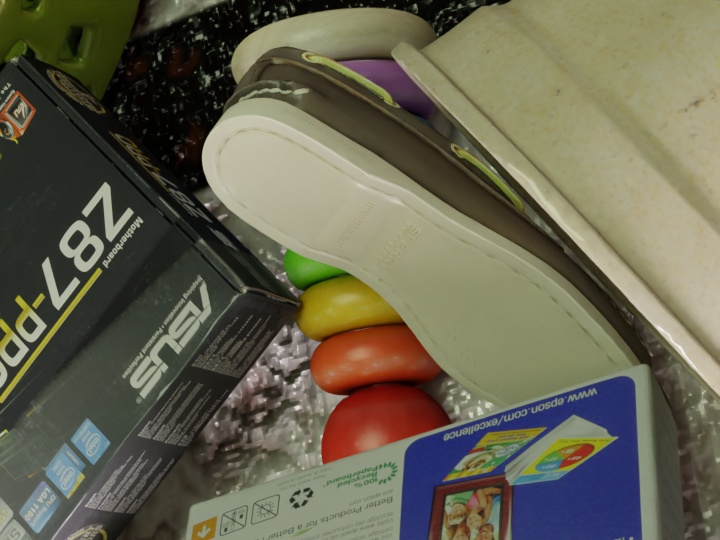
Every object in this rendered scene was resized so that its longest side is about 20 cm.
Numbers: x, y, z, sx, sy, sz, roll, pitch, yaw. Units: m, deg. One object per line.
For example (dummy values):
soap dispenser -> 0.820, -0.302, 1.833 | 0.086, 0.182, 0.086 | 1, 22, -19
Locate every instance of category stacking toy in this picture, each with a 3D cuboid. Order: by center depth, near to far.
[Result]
stacking toy -> 0.000, 0.000, 0.991 | 0.085, 0.085, 0.200 | -12, 79, 29

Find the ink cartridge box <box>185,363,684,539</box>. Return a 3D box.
ink cartridge box -> 0.020, 0.139, 0.864 | 0.198, 0.047, 0.200 | -18, 39, 19

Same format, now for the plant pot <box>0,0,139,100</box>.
plant pot -> -0.197, -0.169, 1.079 | 0.181, 0.200, 0.199 | -48, 59, 5

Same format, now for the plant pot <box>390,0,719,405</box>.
plant pot -> 0.145, -0.066, 0.858 | 0.183, 0.200, 0.200 | -43, 60, 3

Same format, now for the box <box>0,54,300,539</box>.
box -> -0.141, 0.038, 1.005 | 0.161, 0.049, 0.200 | 45, 103, 28

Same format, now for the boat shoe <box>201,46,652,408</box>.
boat shoe -> 0.034, -0.011, 0.929 | 0.072, 0.200, 0.060 | -47, 14, 42
